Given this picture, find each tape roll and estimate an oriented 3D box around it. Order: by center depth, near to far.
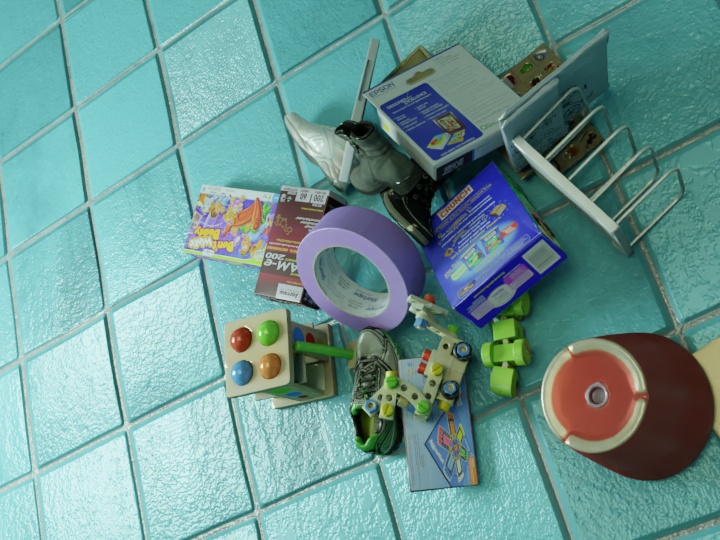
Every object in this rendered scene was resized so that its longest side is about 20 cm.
[{"bbox_3d":[0.000,0.000,1.503,0.199,0.201,0.066,4,37,32],"label":"tape roll"}]

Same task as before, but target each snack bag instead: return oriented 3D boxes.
[{"bbox_3d":[0.287,-0.239,1.385,0.200,0.189,0.021,-40,68,1],"label":"snack bag"}]

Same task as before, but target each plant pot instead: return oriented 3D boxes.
[{"bbox_3d":[0.336,0.169,1.241,0.199,0.177,0.202,-10,73,35],"label":"plant pot"}]

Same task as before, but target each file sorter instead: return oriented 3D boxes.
[{"bbox_3d":[0.341,-0.144,1.359,0.125,0.139,0.200,-46,64,7],"label":"file sorter"}]

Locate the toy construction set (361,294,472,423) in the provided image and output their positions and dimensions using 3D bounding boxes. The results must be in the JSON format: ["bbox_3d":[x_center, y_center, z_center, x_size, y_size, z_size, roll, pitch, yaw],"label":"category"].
[{"bbox_3d":[0.093,0.140,1.426,0.130,0.092,0.201,18,86,11],"label":"toy construction set"}]

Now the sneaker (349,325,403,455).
[{"bbox_3d":[0.023,0.186,1.486,0.078,0.085,0.202,-10,78,26],"label":"sneaker"}]

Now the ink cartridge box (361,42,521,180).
[{"bbox_3d":[0.137,-0.250,1.493,0.197,0.047,0.200,-29,54,-16],"label":"ink cartridge box"}]

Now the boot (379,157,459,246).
[{"bbox_3d":[0.109,-0.137,1.486,0.154,0.073,0.204,-41,30,11],"label":"boot"}]

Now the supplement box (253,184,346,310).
[{"bbox_3d":[-0.105,-0.041,1.661,0.108,0.061,0.201,9,81,33],"label":"supplement box"}]

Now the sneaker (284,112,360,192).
[{"bbox_3d":[-0.061,-0.222,1.693,0.080,0.070,0.200,-41,60,-3],"label":"sneaker"}]

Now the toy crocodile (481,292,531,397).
[{"bbox_3d":[0.221,0.088,1.427,0.067,0.062,0.201,-9,66,30],"label":"toy crocodile"}]

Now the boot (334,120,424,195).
[{"bbox_3d":[0.009,-0.182,1.469,0.068,0.131,0.200,-52,22,-12],"label":"boot"}]

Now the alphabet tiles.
[{"bbox_3d":[0.281,-0.240,1.499,0.167,0.008,0.200,-39,63,7],"label":"alphabet tiles"}]

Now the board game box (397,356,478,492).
[{"bbox_3d":[0.116,0.228,1.447,0.102,0.019,0.201,-7,70,8],"label":"board game box"}]

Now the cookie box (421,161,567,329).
[{"bbox_3d":[0.189,-0.042,1.432,0.171,0.075,0.200,-41,37,16],"label":"cookie box"}]

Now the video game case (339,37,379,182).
[{"bbox_3d":[-0.002,-0.266,1.592,0.017,0.143,0.201,13,56,-1],"label":"video game case"}]

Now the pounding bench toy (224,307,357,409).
[{"bbox_3d":[-0.104,0.136,1.548,0.199,0.156,0.125,-16,68,27],"label":"pounding bench toy"}]

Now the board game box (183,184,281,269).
[{"bbox_3d":[-0.222,-0.079,1.754,0.199,0.045,0.135,9,80,33],"label":"board game box"}]

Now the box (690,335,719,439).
[{"bbox_3d":[0.524,0.165,1.232,0.163,0.021,0.201,-38,60,18],"label":"box"}]

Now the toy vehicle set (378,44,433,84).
[{"bbox_3d":[0.111,-0.273,1.617,0.124,0.026,0.201,-41,59,15],"label":"toy vehicle set"}]
